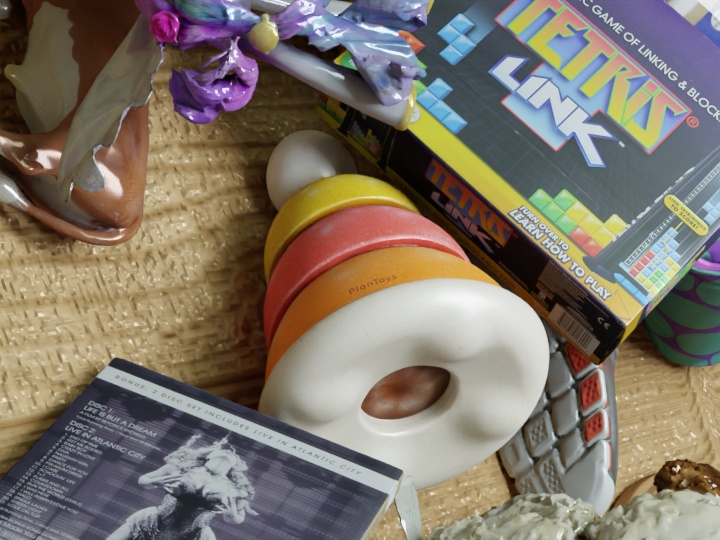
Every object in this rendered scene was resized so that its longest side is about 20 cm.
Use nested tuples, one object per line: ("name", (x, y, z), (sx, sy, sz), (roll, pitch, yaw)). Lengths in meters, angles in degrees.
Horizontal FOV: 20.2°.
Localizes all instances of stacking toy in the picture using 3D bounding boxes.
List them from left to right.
("stacking toy", (0.000, 0.000, 1.019), (0.146, 0.146, 0.201), (19, 35, -36))

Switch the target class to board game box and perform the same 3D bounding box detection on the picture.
("board game box", (0.105, -0.077, 1.039), (0.200, 0.057, 0.165), (42, 65, 9))

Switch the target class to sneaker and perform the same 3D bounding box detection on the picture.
("sneaker", (0.121, 0.051, 1.131), (0.082, 0.077, 0.201), (23, 49, -43))

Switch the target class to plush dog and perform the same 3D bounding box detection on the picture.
("plush dog", (0.109, 0.157, 0.933), (0.161, 0.171, 0.201), (52, 31, -44))

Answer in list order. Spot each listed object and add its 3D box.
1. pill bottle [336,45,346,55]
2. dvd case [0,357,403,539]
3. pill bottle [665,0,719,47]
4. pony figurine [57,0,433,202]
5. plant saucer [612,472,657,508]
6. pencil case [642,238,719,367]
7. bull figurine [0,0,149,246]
("pill bottle", (0.034, -0.158, 1.155), (0.111, 0.111, 0.201), (-3, 66, -47))
("dvd case", (-0.084, 0.115, 0.842), (0.148, 0.016, 0.200), (20, 34, 12))
("pill bottle", (0.268, -0.125, 1.369), (0.200, 0.120, 0.120), (44, 40, -14))
("pony figurine", (-0.068, -0.125, 0.903), (0.199, 0.167, 0.193), (14, 25, -14))
("plant saucer", (0.218, 0.203, 1.151), (0.199, 0.037, 0.201), (26, 47, -32))
("pencil case", (0.207, -0.010, 1.175), (0.085, 0.200, 0.093), (37, 80, 14))
("bull figurine", (-0.143, -0.106, 0.975), (0.121, 0.065, 0.201), (20, 48, -31))
